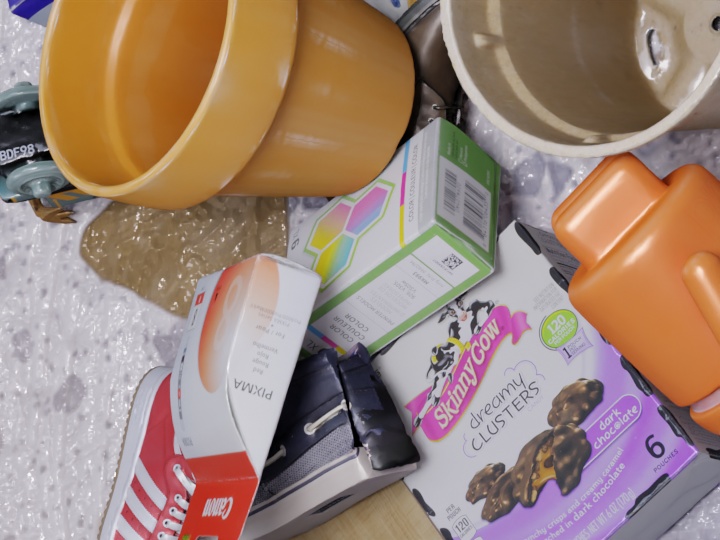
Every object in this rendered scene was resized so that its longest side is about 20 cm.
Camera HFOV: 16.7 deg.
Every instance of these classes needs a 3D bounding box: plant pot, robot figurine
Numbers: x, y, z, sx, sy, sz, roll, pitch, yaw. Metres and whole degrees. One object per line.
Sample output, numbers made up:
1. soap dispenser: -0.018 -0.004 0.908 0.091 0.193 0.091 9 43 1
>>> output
1. plant pot: 0.180 -0.159 1.481 0.200 0.183 0.201 -3 85 33
2. plant pot: -0.073 -0.125 1.557 0.200 0.183 0.200 -18 65 45
3. robot figurine: 0.203 0.019 1.448 0.200 0.117 0.144 43 148 -5

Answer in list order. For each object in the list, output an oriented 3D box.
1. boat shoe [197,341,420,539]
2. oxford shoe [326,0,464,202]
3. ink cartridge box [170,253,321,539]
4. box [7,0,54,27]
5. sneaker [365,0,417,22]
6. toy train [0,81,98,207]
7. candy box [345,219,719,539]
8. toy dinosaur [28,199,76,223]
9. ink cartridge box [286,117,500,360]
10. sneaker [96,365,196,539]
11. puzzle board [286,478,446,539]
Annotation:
1. boat shoe: -0.048 0.118 1.587 0.200 0.075 0.093 -31 74 38
2. oxford shoe: 0.046 -0.113 1.630 0.084 0.073 0.200 45 117 25
3. ink cartridge box: -0.095 0.095 1.548 0.200 0.050 0.162 -70 14 -12
4. box: -0.170 -0.256 1.701 0.105 0.200 0.184 -29 68 23
5. sneaker: -0.040 -0.225 1.689 0.088 0.075 0.200 -46 66 19
6. toy train: -0.167 -0.091 1.692 0.200 0.114 0.085 -14 73 2
7. candy box: 0.110 0.098 1.551 0.168 0.072 0.200 -46 62 17
8. toy dinosaur: -0.235 -0.091 1.807 0.200 0.060 0.106 -14 62 18
9. ink cartridge box: 0.000 0.000 1.595 0.200 0.059 0.104 -36 30 32
10. sneaker: -0.113 0.166 1.668 0.112 0.071 0.200 2 81 40
11. puzzle board: 0.011 0.207 1.601 0.200 0.017 0.151 54 127 25
